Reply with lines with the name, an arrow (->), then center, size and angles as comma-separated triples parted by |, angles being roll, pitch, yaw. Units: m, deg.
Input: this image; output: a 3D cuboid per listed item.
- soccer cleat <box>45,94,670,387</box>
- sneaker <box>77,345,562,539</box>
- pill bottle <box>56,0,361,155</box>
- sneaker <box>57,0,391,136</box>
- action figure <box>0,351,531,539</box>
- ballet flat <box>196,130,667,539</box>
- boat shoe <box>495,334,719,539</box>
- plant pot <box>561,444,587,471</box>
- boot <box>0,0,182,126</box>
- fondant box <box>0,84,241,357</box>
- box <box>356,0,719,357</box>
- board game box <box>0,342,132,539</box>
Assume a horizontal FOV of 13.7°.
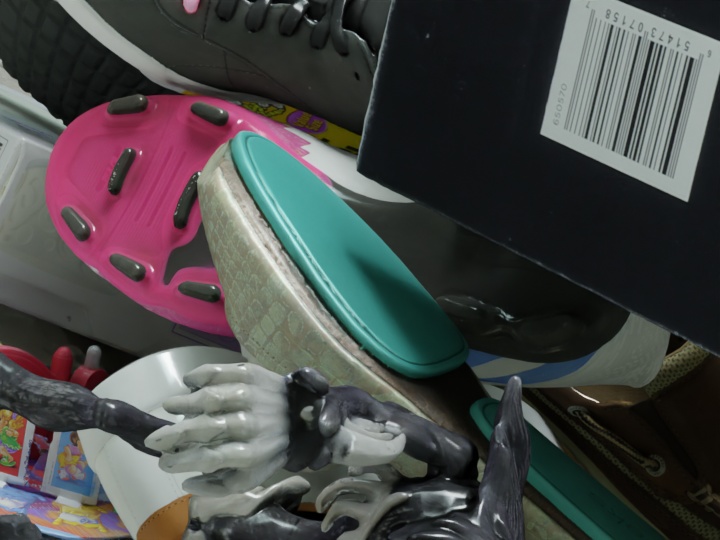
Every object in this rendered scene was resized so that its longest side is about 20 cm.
soccer cleat -> 0.000, 0.000, 0.899 | 0.200, 0.070, 0.086 | 14, -12, 24
sneaker -> 0.000, 0.080, 0.890 | 0.200, 0.073, 0.085 | 9, 48, -49
pill bottle -> -0.009, -0.096, 0.996 | 0.200, 0.104, 0.104 | 19, 13, -9
sneaker -> -0.002, -0.081, 0.888 | 0.200, 0.071, 0.099 | 26, -17, -11
action figure -> -0.031, 0.074, 0.746 | 0.200, 0.119, 0.102 | 13, 10, 22
ballet flat -> 0.011, 0.048, 0.806 | 0.200, 0.062, 0.067 | 46, 18, 18
boat shoe -> 0.102, 0.043, 0.953 | 0.202, 0.075, 0.075 | 32, -19, 12
plant pot -> 0.135, 0.072, 1.077 | 0.200, 0.028, 0.200 | 12, 15, -3
boot -> -0.038, -0.090, 1.095 | 0.200, 0.070, 0.132 | 36, 48, 3
fondant box -> -0.127, -0.030, 1.094 | 0.144, 0.058, 0.200 | 24, 5, -40
box -> 0.136, -0.041, 0.772 | 0.182, 0.104, 0.200 | -1, 20, -39
board game box -> -0.131, 0.030, 0.968 | 0.200, 0.039, 0.158 | 15, 14, 7
